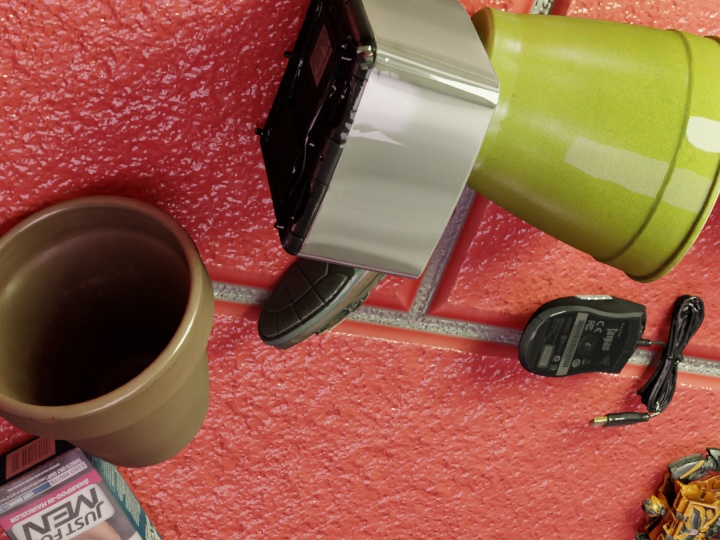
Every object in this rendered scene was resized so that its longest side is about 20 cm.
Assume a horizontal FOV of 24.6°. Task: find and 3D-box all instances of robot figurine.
[{"bbox_3d":[0.374,0.246,1.652,0.198,0.058,0.146,5,121,-20],"label":"robot figurine"}]

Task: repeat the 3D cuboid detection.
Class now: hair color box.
[{"bbox_3d":[-0.239,0.236,1.451,0.099,0.061,0.201,-27,116,2],"label":"hair color box"}]

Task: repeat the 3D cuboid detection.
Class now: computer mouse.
[{"bbox_3d":[0.213,0.080,1.505,0.198,0.046,0.142,-3,121,-28],"label":"computer mouse"}]

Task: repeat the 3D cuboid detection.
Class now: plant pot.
[{"bbox_3d":[0.161,-0.114,1.279,0.191,0.201,0.202,17,119,-13],"label":"plant pot"},{"bbox_3d":[-0.198,0.070,1.309,0.198,0.201,0.175,-20,144,-1],"label":"plant pot"}]

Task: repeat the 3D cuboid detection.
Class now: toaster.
[{"bbox_3d":[0.007,-0.111,1.220,0.117,0.201,0.182,13,119,-18],"label":"toaster"}]

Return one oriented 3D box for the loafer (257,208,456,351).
[{"bbox_3d":[0.000,0.000,1.375,0.200,0.072,0.063,-45,129,14],"label":"loafer"}]
